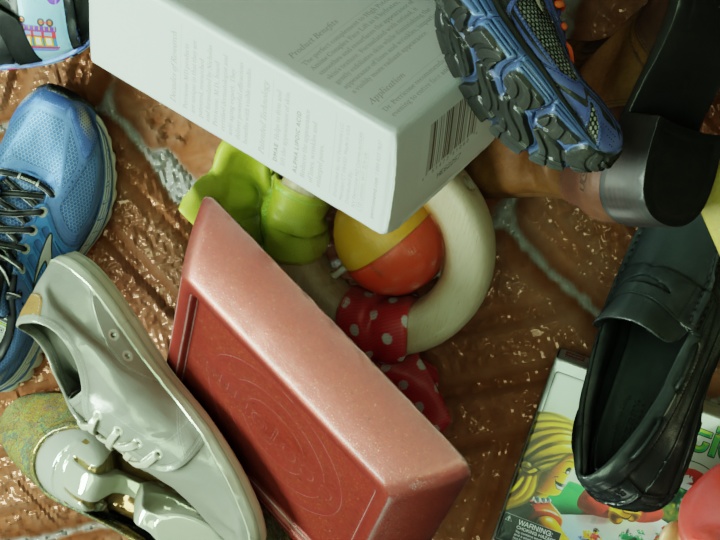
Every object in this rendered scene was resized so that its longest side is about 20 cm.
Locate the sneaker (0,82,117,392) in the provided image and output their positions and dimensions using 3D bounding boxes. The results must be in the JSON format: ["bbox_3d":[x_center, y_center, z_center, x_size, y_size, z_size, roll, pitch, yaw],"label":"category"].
[{"bbox_3d":[-0.203,-0.011,1.057,0.078,0.089,0.201,21,103,7],"label":"sneaker"}]

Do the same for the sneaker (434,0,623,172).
[{"bbox_3d":[0.069,-0.136,0.839,0.078,0.075,0.201,-29,83,-11],"label":"sneaker"}]

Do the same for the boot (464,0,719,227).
[{"bbox_3d":[0.128,-0.117,0.939,0.068,0.200,0.190,12,92,-29],"label":"boot"}]

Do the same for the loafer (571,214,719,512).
[{"bbox_3d":[0.162,0.030,0.970,0.068,0.070,0.202,9,78,40],"label":"loafer"}]

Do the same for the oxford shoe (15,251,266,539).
[{"bbox_3d":[-0.125,0.083,1.014,0.058,0.075,0.201,-40,98,-26],"label":"oxford shoe"}]

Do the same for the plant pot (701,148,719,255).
[{"bbox_3d":[0.281,-0.032,0.908,0.176,0.200,0.201,-24,94,26],"label":"plant pot"}]

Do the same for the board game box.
[{"bbox_3d":[0.186,0.138,1.028,0.199,0.035,0.127,19,102,8],"label":"board game box"}]

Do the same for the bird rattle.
[{"bbox_3d":[0.000,0.000,0.991,0.163,0.113,0.201,-33,87,32],"label":"bird rattle"}]

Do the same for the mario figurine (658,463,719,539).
[{"bbox_3d":[0.196,0.185,0.991,0.123,0.106,0.201,6,117,-26],"label":"mario figurine"}]

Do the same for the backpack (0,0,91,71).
[{"bbox_3d":[-0.195,-0.213,0.998,0.181,0.135,0.202,-6,98,12],"label":"backpack"}]

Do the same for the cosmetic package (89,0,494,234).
[{"bbox_3d":[-0.034,-0.112,0.921,0.199,0.102,0.074,31,140,23],"label":"cosmetic package"}]

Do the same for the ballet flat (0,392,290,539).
[{"bbox_3d":[-0.136,0.133,1.079,0.199,0.071,0.071,26,104,7],"label":"ballet flat"}]

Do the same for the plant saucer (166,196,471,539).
[{"bbox_3d":[-0.040,0.083,0.979,0.037,0.200,0.200,-38,75,-25],"label":"plant saucer"}]
